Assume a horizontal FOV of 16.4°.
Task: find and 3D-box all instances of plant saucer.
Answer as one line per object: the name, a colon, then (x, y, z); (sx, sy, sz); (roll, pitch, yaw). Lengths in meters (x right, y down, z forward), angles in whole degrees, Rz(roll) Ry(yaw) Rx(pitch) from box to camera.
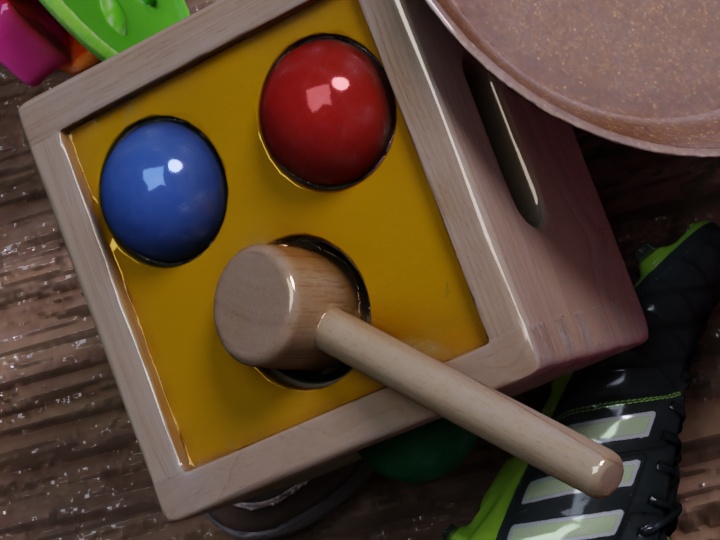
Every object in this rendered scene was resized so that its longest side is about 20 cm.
plant saucer: (0.092, -0.123, 0.835); (0.199, 0.037, 0.202); (7, 66, -16)

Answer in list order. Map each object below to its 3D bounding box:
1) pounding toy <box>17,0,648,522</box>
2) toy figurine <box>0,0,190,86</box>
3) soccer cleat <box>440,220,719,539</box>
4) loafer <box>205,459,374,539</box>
pounding toy: (0.000, 0.000, 0.846); (0.183, 0.142, 0.201); (-24, 83, 27)
toy figurine: (-0.189, -0.107, 1.080); (0.184, 0.150, 0.201); (-35, 38, 18)
soccer cleat: (0.092, 0.077, 0.917); (0.081, 0.068, 0.201); (32, 86, 12)
loafer: (-0.005, 0.013, 0.971); (0.073, 0.071, 0.200); (34, 87, 30)
